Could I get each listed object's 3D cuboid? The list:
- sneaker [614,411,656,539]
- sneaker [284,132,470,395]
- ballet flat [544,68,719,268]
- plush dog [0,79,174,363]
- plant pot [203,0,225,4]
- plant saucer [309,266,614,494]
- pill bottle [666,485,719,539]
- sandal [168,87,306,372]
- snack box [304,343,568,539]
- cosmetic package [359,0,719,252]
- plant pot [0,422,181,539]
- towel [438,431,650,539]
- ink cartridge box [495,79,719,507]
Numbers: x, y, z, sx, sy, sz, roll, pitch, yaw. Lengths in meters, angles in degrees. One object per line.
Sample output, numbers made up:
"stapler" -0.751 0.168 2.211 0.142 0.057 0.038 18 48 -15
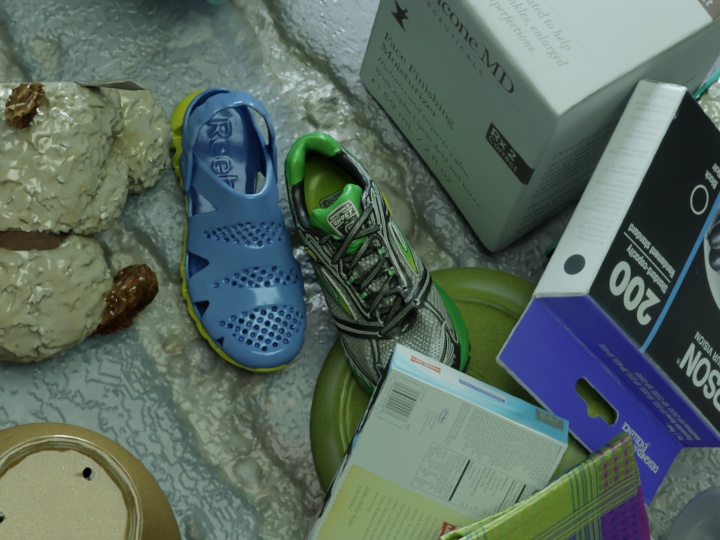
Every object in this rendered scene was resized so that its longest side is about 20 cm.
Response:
"sneaker" 0.148 0.110 1.308 0.086 0.074 0.202 3 74 -29
"sneaker" 0.000 0.000 1.245 0.078 0.085 0.201 -33 60 2
"ballet flat" 0.209 -0.052 1.337 0.072 0.072 0.200 44 98 5
"plush dog" -0.205 -0.029 1.237 0.198 0.160 0.174 -3 96 -14
"plant pot" -0.135 -0.297 1.309 0.160 0.201 0.202 21 68 9
"plant saucer" 0.060 0.091 1.262 0.198 0.031 0.202 -4 73 12
"pill bottle" 0.300 0.208 1.266 0.198 0.113 0.115 13 69 -21
"sandal" -0.080 -0.034 1.286 0.079 0.087 0.202 -12 77 -18
"snack box" 0.033 0.156 1.207 0.115 0.037 0.201 24 112 -3
"cosmetic package" 0.120 -0.151 1.299 0.164 0.200 0.165 -32 74 -20
"plant pot" -0.180 0.164 1.137 0.184 0.200 0.188 3 72 -11
"towel" 0.116 0.195 1.211 0.143 0.201 0.023 -30 45 -17
"ink cartridge box" 0.189 0.021 1.227 0.198 0.043 0.201 42 71 -41
